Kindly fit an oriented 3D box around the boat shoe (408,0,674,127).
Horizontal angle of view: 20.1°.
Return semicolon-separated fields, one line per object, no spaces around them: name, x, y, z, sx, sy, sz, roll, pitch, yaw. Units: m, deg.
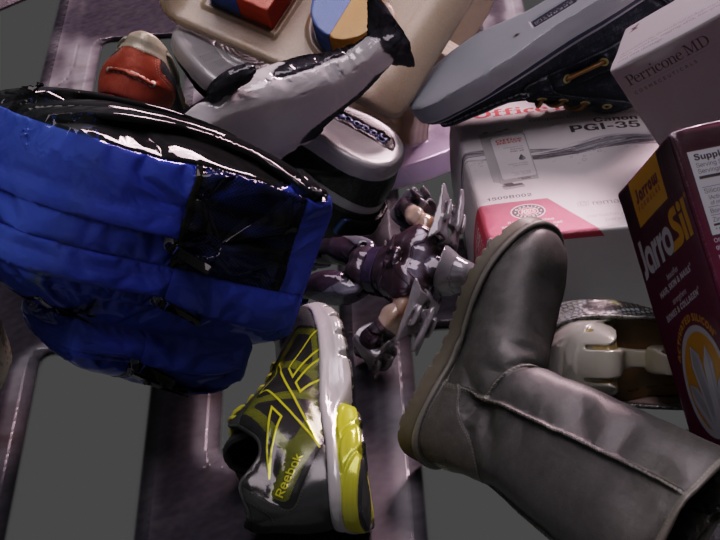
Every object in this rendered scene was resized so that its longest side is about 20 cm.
boat shoe;0.138;-0.137;1.428;0.200;0.091;0.071;-30;27;10

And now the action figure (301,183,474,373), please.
action figure;0.000;0.000;1.344;0.200;0.069;0.130;3;54;32

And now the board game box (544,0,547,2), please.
board game box;0.234;-0.130;1.493;0.200;0.136;0.035;8;33;18

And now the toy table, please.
toy table;0.020;-0.144;1.560;0.200;0.117;0.184;-28;39;-36

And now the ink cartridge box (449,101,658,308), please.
ink cartridge box;0.143;-0.043;1.409;0.146;0.083;0.200;-6;31;-2

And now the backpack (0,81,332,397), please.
backpack;-0.144;-0.021;1.237;0.200;0.168;0.162;18;-1;-29

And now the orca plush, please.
orca plush;-0.067;-0.126;1.383;0.200;0.105;0.071;-41;47;1

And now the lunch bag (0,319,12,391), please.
lunch bag;-0.329;0.074;1.235;0.200;0.139;0.168;4;50;15

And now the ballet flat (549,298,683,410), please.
ballet flat;0.173;0.054;1.251;0.200;0.072;0.072;1;32;7

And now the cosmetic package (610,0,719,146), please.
cosmetic package;0.265;-0.092;1.340;0.113;0.200;0.081;-29;19;29

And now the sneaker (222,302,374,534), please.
sneaker;-0.044;0.085;1.229;0.085;0.075;0.200;-8;31;-5

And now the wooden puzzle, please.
wooden puzzle;-0.018;-0.225;1.454;0.200;0.046;0.185;27;71;14

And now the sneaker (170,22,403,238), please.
sneaker;-0.068;-0.090;1.472;0.200;0.112;0.073;36;43;18

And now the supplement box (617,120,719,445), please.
supplement box;0.227;0.022;1.167;0.086;0.110;0.200;-12;75;-13

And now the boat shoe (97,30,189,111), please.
boat shoe;-0.158;-0.122;1.502;0.071;0.063;0.200;16;-8;4

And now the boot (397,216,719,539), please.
boot;0.132;0.075;1.172;0.073;0.182;0.200;26;-3;-44
